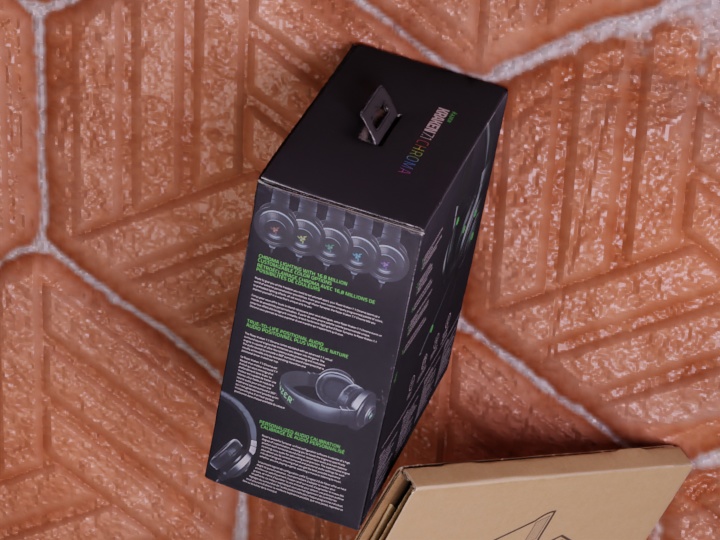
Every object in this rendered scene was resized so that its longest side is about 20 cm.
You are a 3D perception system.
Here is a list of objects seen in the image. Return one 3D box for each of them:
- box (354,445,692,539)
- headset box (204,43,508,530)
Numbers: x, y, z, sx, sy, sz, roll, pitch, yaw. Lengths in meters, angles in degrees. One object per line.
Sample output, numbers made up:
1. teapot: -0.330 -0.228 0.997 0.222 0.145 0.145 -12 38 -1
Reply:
1. box: 0.071 0.164 1.619 0.021 0.199 0.164 56 132 35
2. headset box: 0.000 0.000 1.543 0.092 0.174 0.201 18 123 9
